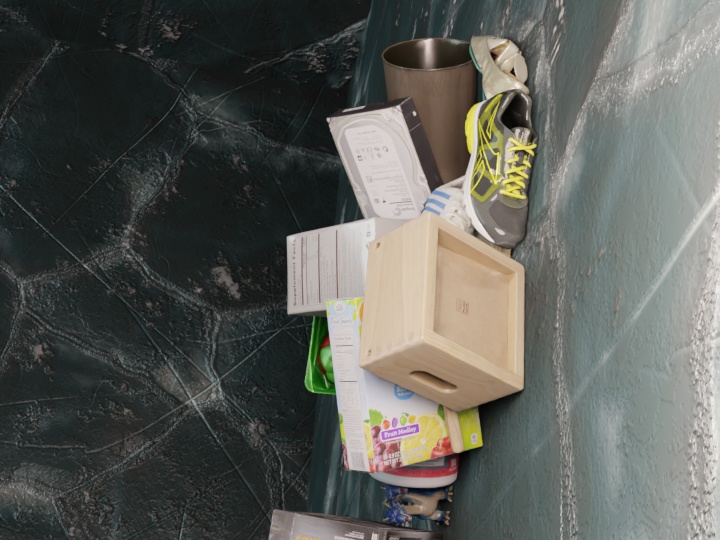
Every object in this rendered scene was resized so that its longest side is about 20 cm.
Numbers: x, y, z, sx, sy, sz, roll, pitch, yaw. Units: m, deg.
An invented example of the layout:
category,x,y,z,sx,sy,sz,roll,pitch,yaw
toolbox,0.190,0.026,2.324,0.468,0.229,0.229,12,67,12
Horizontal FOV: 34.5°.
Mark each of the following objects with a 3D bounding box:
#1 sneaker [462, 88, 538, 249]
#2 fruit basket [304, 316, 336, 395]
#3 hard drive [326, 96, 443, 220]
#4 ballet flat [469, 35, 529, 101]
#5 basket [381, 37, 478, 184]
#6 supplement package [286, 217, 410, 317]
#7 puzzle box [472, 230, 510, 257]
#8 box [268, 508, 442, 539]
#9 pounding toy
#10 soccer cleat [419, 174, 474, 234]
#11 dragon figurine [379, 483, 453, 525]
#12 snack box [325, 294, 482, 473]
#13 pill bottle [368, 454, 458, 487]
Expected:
category,x,y,z,sx,sy,sz,roll,pitch,yaw
sneaker,0.167,-0.124,1.352,0.085,0.074,0.201,-38,50,53
fruit basket,0.017,0.134,1.735,0.216,0.214,0.156,124,154,-75
hard drive,0.044,-0.136,1.621,0.038,0.139,0.201,-41,-62,-41
ballet flat,0.187,-0.262,1.500,0.062,0.067,0.200,-44,29,26
basket,0.103,-0.211,1.647,0.181,0.135,0.201,-99,4,-65
supplement package,0.000,0.000,1.610,0.200,0.116,0.118,-9,80,51
puzzle box,0.160,-0.003,1.456,0.133,0.025,0.201,142,136,-81
box,-0.003,0.344,1.481,0.200,0.158,0.049,30,-113,-63
pounding toy,0.094,0.076,1.297,0.142,0.200,0.185,-26,48,42
soccer cleat,0.111,-0.061,1.439,0.086,0.070,0.200,-37,18,26
dragon figurine,0.064,0.306,1.550,0.200,0.099,0.059,149,130,-81
snack box,0.053,0.123,1.370,0.068,0.168,0.201,-9,89,53
pill bottle,0.073,0.168,1.498,0.120,0.119,0.201,-137,51,-82
